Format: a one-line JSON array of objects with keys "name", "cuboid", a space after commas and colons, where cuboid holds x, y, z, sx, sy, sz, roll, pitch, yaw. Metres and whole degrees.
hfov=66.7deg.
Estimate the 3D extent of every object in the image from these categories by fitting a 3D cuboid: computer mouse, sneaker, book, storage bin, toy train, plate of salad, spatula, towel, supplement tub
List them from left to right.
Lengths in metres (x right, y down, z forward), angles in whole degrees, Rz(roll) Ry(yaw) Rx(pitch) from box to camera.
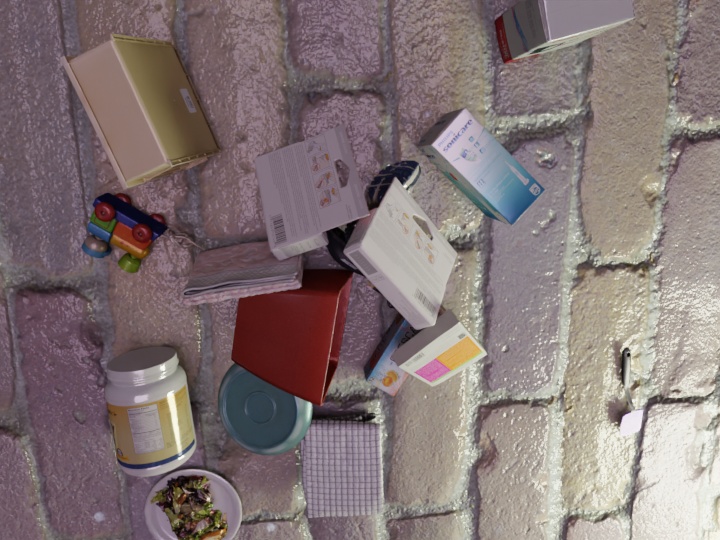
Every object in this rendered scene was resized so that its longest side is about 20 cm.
[{"name": "toy train", "cuboid": [-0.395, -0.042, 0.988, 0.199, 0.085, 0.116, 31, 108, -10]}, {"name": "supplement tub", "cuboid": [-0.389, 0.257, 1.015, 0.143, 0.144, 0.202, -6, 102, -3]}, {"name": "storage bin", "cuboid": [-0.336, -0.259, 0.887, 0.093, 0.199, 0.202, -18, 103, 17]}, {"name": "plate of salad", "cuboid": [-0.344, 0.503, 1.121, 0.198, 0.048, 0.202, -1, 102, -4]}, {"name": "towel", "cuboid": [-0.198, -0.006, 0.951, 0.198, 0.191, 0.033, -9, 114, -3]}, {"name": "towel", "cuboid": [-0.035, 0.387, 1.103, 0.164, 0.086, 0.202, -3, 97, 4]}, {"name": "computer mouse", "cuboid": [0.000, 0.000, 0.996, 0.200, 0.141, 0.046, 39, 105, -11]}, {"name": "sneaker", "cuboid": [0.050, -0.114, 1.014, 0.201, 0.077, 0.085, -53, 135, -8]}, {"name": "book", "cuboid": [0.150, 0.154, 1.022, 0.133, 0.200, 0.048, -38, 58, 7]}, {"name": "spatula", "cuboid": [0.565, 0.258, 1.153, 0.056, 0.021, 0.202, -13, 101, -15]}]

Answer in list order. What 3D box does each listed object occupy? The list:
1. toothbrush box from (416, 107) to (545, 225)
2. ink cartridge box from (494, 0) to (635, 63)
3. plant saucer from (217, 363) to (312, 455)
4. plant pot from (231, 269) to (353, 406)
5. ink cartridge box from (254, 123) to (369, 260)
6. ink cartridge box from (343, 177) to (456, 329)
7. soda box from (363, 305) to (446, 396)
[{"name": "toothbrush box", "cuboid": [0.206, -0.184, 0.968, 0.200, 0.146, 0.085, 43, 96, -12]}, {"name": "ink cartridge box", "cuboid": [0.326, -0.415, 0.900, 0.144, 0.200, 0.084, -15, 103, -1]}, {"name": "plant saucer", "cuboid": [-0.191, 0.264, 1.060, 0.198, 0.027, 0.202, 1, 94, 13]}, {"name": "plant pot", "cuboid": [-0.123, 0.096, 0.988, 0.174, 0.200, 0.202, 11, 101, 4]}, {"name": "ink cartridge box", "cuboid": [-0.084, -0.136, 0.938, 0.175, 0.045, 0.202, -18, 62, 7]}, {"name": "ink cartridge box", "cuboid": [0.077, -0.030, 0.944, 0.045, 0.177, 0.200, -21, 122, 42]}, {"name": "soda box", "cuboid": [0.085, 0.140, 1.070, 0.068, 0.064, 0.201, 30, 97, -10]}]
